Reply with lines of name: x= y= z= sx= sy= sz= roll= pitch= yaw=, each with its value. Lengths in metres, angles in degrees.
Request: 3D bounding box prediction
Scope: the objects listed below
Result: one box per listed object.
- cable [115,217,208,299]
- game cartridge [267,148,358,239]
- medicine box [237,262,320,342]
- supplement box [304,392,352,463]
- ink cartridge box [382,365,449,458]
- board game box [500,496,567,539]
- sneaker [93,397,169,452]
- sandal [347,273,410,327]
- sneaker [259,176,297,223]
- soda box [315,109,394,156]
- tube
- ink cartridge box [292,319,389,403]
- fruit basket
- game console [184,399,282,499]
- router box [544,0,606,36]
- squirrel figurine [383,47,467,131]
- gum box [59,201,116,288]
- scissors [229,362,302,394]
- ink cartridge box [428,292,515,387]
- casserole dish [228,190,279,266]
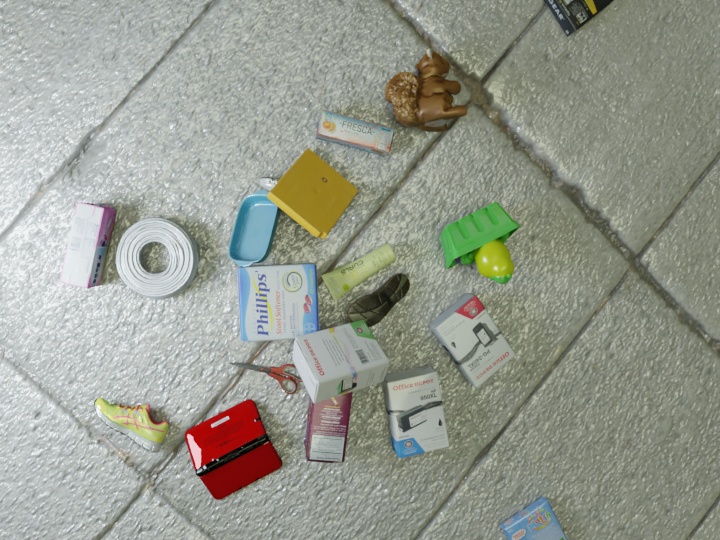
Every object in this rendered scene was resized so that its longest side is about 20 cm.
cable: x=-0.503 y=-0.029 z=1.477 sx=0.199 sy=0.069 sz=0.202 roll=37 pitch=86 yaw=-8
game cartridge: x=-0.116 y=-0.192 z=1.492 sx=0.175 sy=0.032 sz=0.201 roll=38 pitch=51 yaw=-6
medicine box: x=-0.207 y=0.078 z=1.508 sx=0.195 sy=0.103 sz=0.187 roll=-3 pitch=92 yaw=-9
supplement box: x=-0.083 y=0.369 z=1.520 sx=0.101 sy=0.131 sz=0.205 roll=7 pitch=91 yaw=-8
ink cartridge box: x=0.144 y=0.371 z=1.576 sx=0.141 sy=0.084 sz=0.205 roll=-10 pitch=93 yaw=-8
board game box: x=0.500 y=0.763 z=1.664 sx=0.149 sy=0.037 sz=0.203 roll=-29 pitch=96 yaw=-7
sneaker: x=-0.566 y=0.364 z=1.483 sx=0.198 sy=0.078 sz=0.091 roll=36 pitch=78 yaw=-13
sandal: x=0.046 y=0.078 z=1.574 sx=0.199 sy=0.054 sz=0.082 roll=-41 pitch=103 yaw=-20
sneaker: x=-0.176 y=-0.172 z=1.524 sx=0.197 sy=0.075 sz=0.082 roll=30 pitch=96 yaw=-8
soda box: x=-0.015 y=-0.354 z=1.540 sx=0.195 sy=0.068 sz=0.065 roll=14 pitch=89 yaw=-9
tube: x=0.000 y=0.000 z=1.565 sx=0.197 sy=0.052 sz=0.059 roll=-29 pitch=55 yaw=-2
ink cartridge box: x=-0.051 y=0.219 z=1.453 sx=0.196 sy=0.146 sz=0.085 roll=-12 pitch=137 yaw=-27
fruit basket: x=0.327 y=-0.051 z=1.554 sx=0.210 sy=0.156 sz=0.221 roll=0 pitch=78 yaw=-2
game console: x=-0.328 y=0.463 z=1.544 sx=0.197 sy=0.119 sz=0.174 roll=-25 pitch=64 yaw=-7
router box: x=0.580 y=-0.775 z=1.624 sx=0.156 sy=0.052 sz=0.202 roll=-37 pitch=96 yaw=-5
squirrel figurine: x=0.161 y=-0.469 z=1.533 sx=0.195 sy=0.141 sz=0.192 roll=-5 pitch=86 yaw=-11
gum box: x=-0.651 y=-0.066 z=1.432 sx=0.065 sy=0.113 sz=0.205 roll=13 pitch=90 yaw=-8
scissors: x=-0.240 y=0.255 z=1.554 sx=0.197 sy=0.014 sz=0.074 roll=28 pitch=90 yaw=-7
ink cartridge box: x=0.300 y=0.186 z=1.594 sx=0.144 sy=0.083 sz=0.202 roll=-37 pitch=96 yaw=-6
casserole dish: x=-0.261 y=-0.101 z=1.492 sx=0.118 sy=0.039 sz=0.205 roll=4 pitch=73 yaw=25
